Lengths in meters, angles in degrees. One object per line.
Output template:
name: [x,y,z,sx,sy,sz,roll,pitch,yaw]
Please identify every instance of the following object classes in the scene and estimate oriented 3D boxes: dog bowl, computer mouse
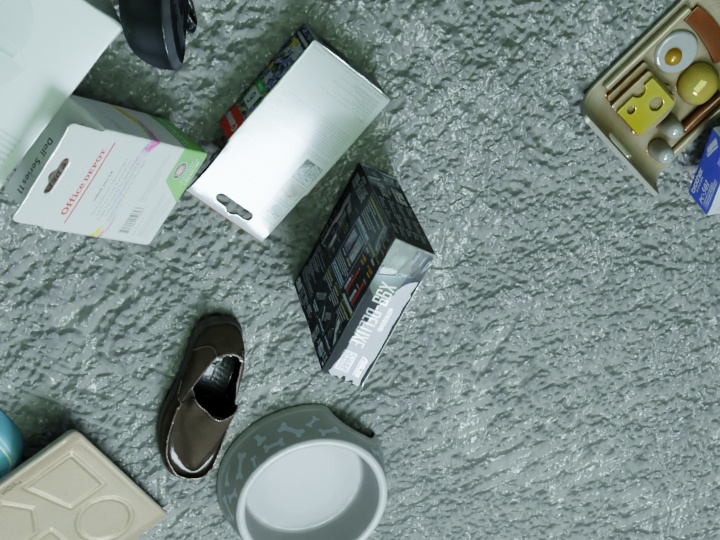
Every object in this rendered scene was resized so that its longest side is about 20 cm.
dog bowl: [-0.060,0.251,1.877,0.200,0.059,0.200,-8,119,-14]
computer mouse: [-0.186,-0.244,1.493,0.053,0.200,0.139,-5,122,2]

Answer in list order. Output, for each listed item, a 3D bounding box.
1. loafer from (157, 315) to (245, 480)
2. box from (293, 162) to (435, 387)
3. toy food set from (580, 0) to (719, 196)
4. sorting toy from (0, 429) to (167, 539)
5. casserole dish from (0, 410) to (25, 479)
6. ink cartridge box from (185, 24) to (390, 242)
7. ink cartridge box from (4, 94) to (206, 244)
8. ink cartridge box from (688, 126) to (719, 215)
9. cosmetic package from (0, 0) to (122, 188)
loafer: [-0.171,0.148,1.778,0.073,0.071,0.200,5,116,-20]
box: [0.000,0.000,1.676,0.050,0.200,0.158,22,108,-20]
toy food set: [0.347,-0.190,1.762,0.200,0.060,0.144,-44,121,8]
sorting toy: [-0.335,0.269,1.805,0.185,0.036,0.200,-35,134,4]
casserole dish: [-0.437,0.175,1.729,0.121,0.039,0.200,-34,123,3]
ink cartridge box: [-0.077,-0.136,1.666,0.109,0.050,0.200,35,104,-30]
ink cartridge box: [-0.252,-0.097,1.566,0.117,0.067,0.200,-55,152,14]
ink cartridge box: [0.466,-0.122,1.817,0.200,0.044,0.094,-10,137,-23]
cosmetic package: [-0.359,-0.215,1.491,0.199,0.123,0.200,34,102,-29]
